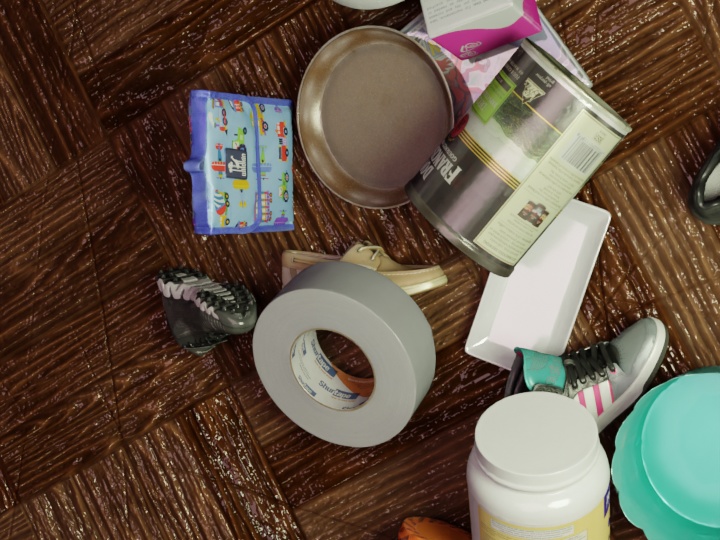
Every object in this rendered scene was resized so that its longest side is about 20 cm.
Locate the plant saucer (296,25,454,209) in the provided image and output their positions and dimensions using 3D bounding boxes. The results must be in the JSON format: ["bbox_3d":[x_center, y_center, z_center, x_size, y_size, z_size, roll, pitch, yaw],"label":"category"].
[{"bbox_3d":[0.020,-0.171,1.536,0.198,0.032,0.203,7,105,29],"label":"plant saucer"}]

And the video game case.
[{"bbox_3d":[0.125,-0.216,1.522,0.199,0.023,0.183,-37,82,16],"label":"video game case"}]

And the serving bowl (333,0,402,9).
[{"bbox_3d":[0.005,-0.368,1.380,0.198,0.066,0.203,-4,82,28],"label":"serving bowl"}]

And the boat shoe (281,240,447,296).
[{"bbox_3d":[0.000,0.000,1.548,0.197,0.071,0.065,-3,93,19],"label":"boat shoe"}]

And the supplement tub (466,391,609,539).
[{"bbox_3d":[0.182,0.240,1.403,0.143,0.146,0.202,5,127,17],"label":"supplement tub"}]

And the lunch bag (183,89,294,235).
[{"bbox_3d":[-0.149,-0.118,1.523,0.093,0.200,0.153,1,94,18],"label":"lunch bag"}]

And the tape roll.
[{"bbox_3d":[-0.018,0.093,1.519,0.198,0.066,0.202,14,125,20],"label":"tape roll"}]

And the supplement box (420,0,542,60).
[{"bbox_3d":[0.113,-0.341,1.457,0.102,0.101,0.203,-18,75,22],"label":"supplement box"}]

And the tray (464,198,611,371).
[{"bbox_3d":[0.195,0.014,1.512,0.106,0.022,0.202,21,99,17],"label":"tray"}]

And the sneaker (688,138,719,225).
[{"bbox_3d":[0.404,-0.133,1.401,0.076,0.091,0.201,32,101,16],"label":"sneaker"}]

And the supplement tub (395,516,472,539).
[{"bbox_3d":[0.063,0.384,1.521,0.121,0.122,0.202,18,98,16],"label":"supplement tub"}]

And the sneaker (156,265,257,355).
[{"bbox_3d":[-0.172,0.058,1.579,0.199,0.066,0.092,20,116,55],"label":"sneaker"}]

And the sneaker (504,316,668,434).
[{"bbox_3d":[0.222,0.106,1.456,0.120,0.084,0.200,32,108,-24],"label":"sneaker"}]

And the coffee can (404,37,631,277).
[{"bbox_3d":[0.162,-0.116,1.429,0.146,0.146,0.201,42,104,11],"label":"coffee can"}]

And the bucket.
[{"bbox_3d":[0.365,0.193,1.406,0.204,0.135,0.210,1,93,19],"label":"bucket"}]
